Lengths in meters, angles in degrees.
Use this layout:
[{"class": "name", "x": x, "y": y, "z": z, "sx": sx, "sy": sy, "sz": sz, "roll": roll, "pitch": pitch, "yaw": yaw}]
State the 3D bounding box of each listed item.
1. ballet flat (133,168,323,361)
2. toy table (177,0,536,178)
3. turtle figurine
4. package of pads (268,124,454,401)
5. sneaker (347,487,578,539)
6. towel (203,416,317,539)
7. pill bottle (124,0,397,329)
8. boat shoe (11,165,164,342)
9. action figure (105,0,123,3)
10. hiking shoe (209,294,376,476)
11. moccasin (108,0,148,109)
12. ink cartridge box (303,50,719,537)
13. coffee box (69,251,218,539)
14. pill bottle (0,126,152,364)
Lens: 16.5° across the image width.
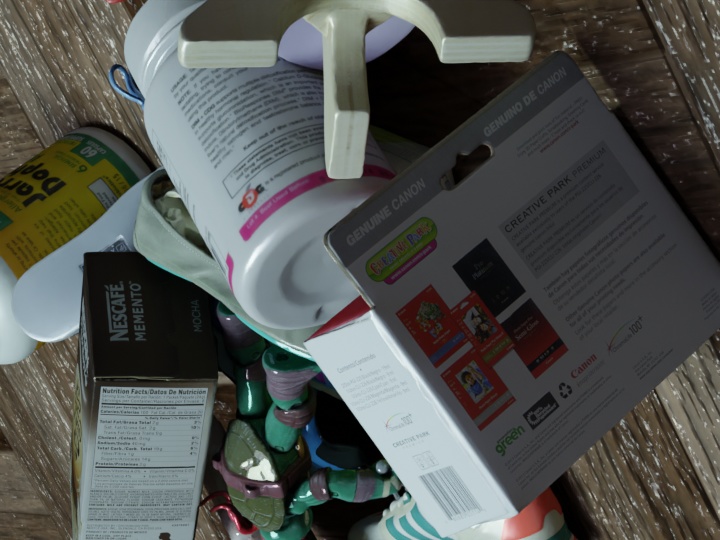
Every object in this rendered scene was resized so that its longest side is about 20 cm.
[{"class": "ballet flat", "x": -0.064, "y": -0.006, "z": 1.500, "sx": 0.200, "sy": 0.067, "sz": 0.064, "roll": 29, "pitch": 124, "yaw": 34}, {"class": "toy table", "x": -0.007, "y": -0.155, "z": 1.295, "sx": 0.200, "sy": 0.183, "sz": 0.117, "roll": 80, "pitch": -179, "yaw": -47}, {"class": "turtle figurine", "x": -0.043, "y": 0.111, "z": 1.571, "sx": 0.149, "sy": 0.101, "sz": 0.201, "roll": 27, "pitch": 140, "yaw": 35}, {"class": "package of pads", "x": 0.000, "y": 0.000, "z": 1.545, "sx": 0.154, "sy": 0.068, "sz": 0.201, "roll": 23, "pitch": 139, "yaw": 40}, {"class": "sneaker", "x": 0.058, "y": 0.153, "z": 1.632, "sx": 0.199, "sy": 0.070, "sz": 0.094, "roll": -4, "pitch": 111, "yaw": 51}, {"class": "towel", "x": -0.047, "y": 0.205, "z": 1.724, "sx": 0.200, "sy": 0.032, "sz": 0.191, "roll": 58, "pitch": -176, "yaw": 35}, {"class": "pill bottle", "x": -0.056, "y": -0.074, "z": 1.424, "sx": 0.114, "sy": 0.113, "sz": 0.200, "roll": 98, "pitch": 149, "yaw": -50}, {"class": "boat shoe", "x": -0.138, "y": -0.018, "z": 1.632, "sx": 0.199, "sy": 0.065, "sz": 0.074, "roll": -26, "pitch": 82, "yaw": 15}, {"class": "action figure", "x": -0.181, "y": -0.245, "z": 1.513, "sx": 0.065, "sy": 0.099, "sz": 0.200, "roll": 34, "pitch": 142, "yaw": 28}, {"class": "hiking shoe", "x": -0.053, "y": 0.054, "z": 1.688, "sx": 0.086, "sy": 0.074, "sz": 0.201, "roll": -16, "pitch": 108, "yaw": 29}, {"class": "moccasin", "x": -0.122, "y": -0.133, "z": 1.570, "sx": 0.080, "sy": 0.068, "sz": 0.200, "roll": 37, "pitch": 148, "yaw": 22}, {"class": "ink cartridge box", "x": 0.078, "y": 0.010, "z": 1.324, "sx": 0.176, "sy": 0.200, "sz": 0.084, "roll": 55, "pitch": 150, "yaw": -5}, {"class": "coffee box", "x": -0.143, "y": 0.097, "z": 1.599, "sx": 0.113, "sy": 0.079, "sz": 0.200, "roll": -100, "pitch": 15, "yaw": -45}, {"class": "pill bottle", "x": -0.236, "y": -0.006, "z": 1.722, "sx": 0.113, "sy": 0.200, "sz": 0.113, "roll": 33, "pitch": 144, "yaw": 28}]
